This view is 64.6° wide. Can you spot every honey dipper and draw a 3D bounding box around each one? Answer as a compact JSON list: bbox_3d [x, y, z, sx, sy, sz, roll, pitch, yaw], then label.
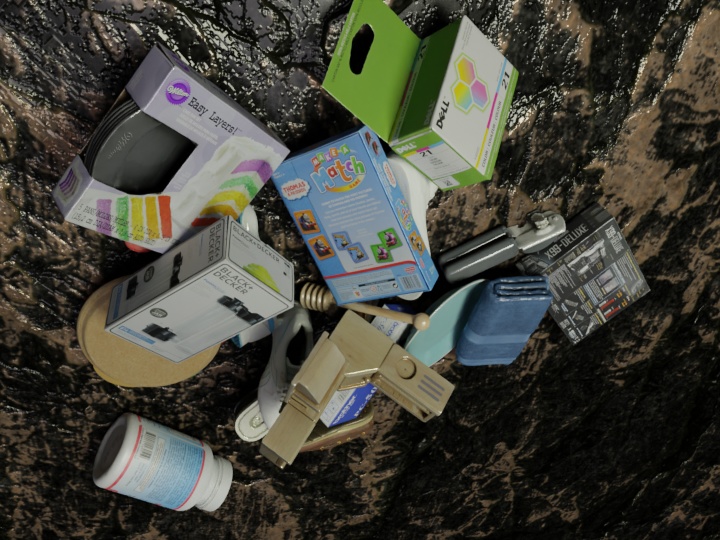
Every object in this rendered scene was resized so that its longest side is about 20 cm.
[{"bbox_3d":[0.005,0.053,0.773,0.195,0.038,0.039,12,135,30],"label":"honey dipper"}]

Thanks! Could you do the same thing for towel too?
[{"bbox_3d":[0.218,0.082,0.891,0.108,0.050,0.202,-1,143,-9],"label":"towel"}]

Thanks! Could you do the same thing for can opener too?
[{"bbox_3d":[0.213,-0.031,0.842,0.195,0.053,0.067,-22,129,0],"label":"can opener"}]

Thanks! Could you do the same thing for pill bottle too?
[{"bbox_3d":[-0.304,0.310,0.897,0.109,0.110,0.198,-44,124,17],"label":"pill bottle"}]

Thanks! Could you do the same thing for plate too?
[{"bbox_3d":[0.126,0.084,0.876,0.198,0.026,0.202,-33,151,-20],"label":"plate"}]

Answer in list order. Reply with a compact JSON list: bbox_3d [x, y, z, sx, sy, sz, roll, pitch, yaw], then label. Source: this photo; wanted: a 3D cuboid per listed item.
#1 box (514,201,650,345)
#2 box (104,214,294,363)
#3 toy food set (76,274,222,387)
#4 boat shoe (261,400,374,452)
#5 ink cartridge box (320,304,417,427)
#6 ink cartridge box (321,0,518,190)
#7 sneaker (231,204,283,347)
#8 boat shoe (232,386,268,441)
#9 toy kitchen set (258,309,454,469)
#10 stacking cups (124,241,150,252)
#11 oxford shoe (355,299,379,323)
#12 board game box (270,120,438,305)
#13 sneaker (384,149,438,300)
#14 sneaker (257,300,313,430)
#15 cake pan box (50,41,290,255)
[{"bbox_3d":[0.361,0.012,0.917,0.157,0.050,0.200,-39,126,12],"label":"box"},{"bbox_3d":[-0.185,0.030,0.660,0.196,0.061,0.116,-25,139,23],"label":"box"},{"bbox_3d":[-0.282,0.083,0.782,0.192,0.049,0.204,-11,126,-9],"label":"toy food set"},{"bbox_3d":[-0.067,0.276,0.966,0.194,0.073,0.069,-14,126,-9],"label":"boat shoe"},{"bbox_3d":[0.014,0.145,0.872,0.202,0.044,0.093,-55,155,14],"label":"ink cartridge box"},{"bbox_3d":[0.071,-0.205,0.615,0.198,0.075,0.151,31,69,-33],"label":"ink cartridge box"},{"bbox_3d":[-0.145,0.000,0.755,0.079,0.076,0.205,-19,127,-33],"label":"sneaker"},{"bbox_3d":[-0.113,0.187,0.901,0.197,0.068,0.073,-31,105,-10],"label":"boat shoe"},{"bbox_3d":[0.002,0.170,0.696,0.178,0.202,0.164,34,153,4],"label":"toy kitchen set"},{"bbox_3d":[-0.234,-0.111,0.650,0.059,0.061,0.204,8,122,-21],"label":"stacking cups"},{"bbox_3d":[0.000,0.000,0.808,0.069,0.072,0.204,12,129,13],"label":"oxford shoe"},{"bbox_3d":[-0.010,-0.058,0.686,0.148,0.037,0.203,-10,117,38],"label":"board game box"},{"bbox_3d":[0.073,-0.071,0.730,0.072,0.116,0.204,13,129,26],"label":"sneaker"},{"bbox_3d":[-0.107,0.151,0.822,0.068,0.080,0.207,4,101,-18],"label":"sneaker"},{"bbox_3d":[-0.194,-0.109,0.606,0.185,0.052,0.199,-50,150,7],"label":"cake pan box"}]
